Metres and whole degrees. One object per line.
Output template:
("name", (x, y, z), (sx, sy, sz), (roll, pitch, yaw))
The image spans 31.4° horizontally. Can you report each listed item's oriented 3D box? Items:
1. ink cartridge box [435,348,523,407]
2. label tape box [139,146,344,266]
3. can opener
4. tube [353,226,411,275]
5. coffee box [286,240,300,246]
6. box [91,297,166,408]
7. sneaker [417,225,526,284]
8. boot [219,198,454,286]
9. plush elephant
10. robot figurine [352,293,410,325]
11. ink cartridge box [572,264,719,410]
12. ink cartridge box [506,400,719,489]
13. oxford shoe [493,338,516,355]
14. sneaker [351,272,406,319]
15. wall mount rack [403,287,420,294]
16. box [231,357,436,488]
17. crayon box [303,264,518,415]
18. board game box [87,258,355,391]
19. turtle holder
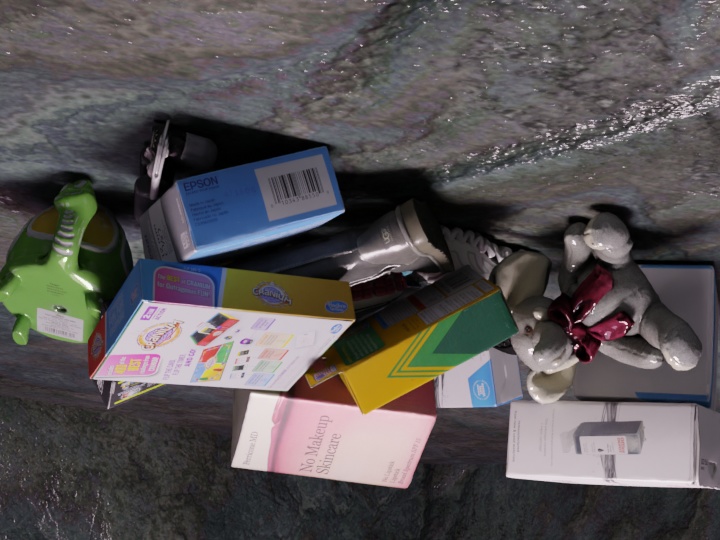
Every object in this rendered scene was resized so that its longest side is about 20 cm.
("ink cartridge box", (0.112, 0.122, 1.715), (0.198, 0.118, 0.067), (-7, -178, 42))
("label tape box", (-0.119, -0.044, 1.146), (0.142, 0.067, 0.200), (-16, 178, -25))
("can opener", (-0.167, -0.080, 1.141), (0.066, 0.054, 0.200), (11, 167, -8))
("tube", (0.000, 0.000, 1.422), (0.077, 0.051, 0.200), (30, 162, -6))
("coffee box", (-0.131, -0.017, 1.413), (0.121, 0.045, 0.200), (-2, 165, 24))
("box", (-0.176, 0.056, 1.325), (0.198, 0.045, 0.161), (-22, 157, -26))
("sneaker", (0.111, 0.005, 1.334), (0.198, 0.082, 0.075), (16, 165, -33))
("boot", (-0.020, -0.002, 1.207), (0.198, 0.073, 0.182), (-26, 162, 11))
("plush elephant", (0.211, 0.046, 1.261), (0.154, 0.166, 0.200), (-34, -175, 0))
("robot figurine", (0.011, 0.092, 1.462), (0.197, 0.114, 0.170), (-13, 146, 9))
("ink cartridge box", (0.324, 0.086, 1.433), (0.145, 0.148, 0.200), (1, 167, 18))
("ink cartridge box", (0.269, 0.183, 1.339), (0.198, 0.086, 0.145), (0, 170, 27))
("oxford shoe", (0.159, 0.047, 1.483), (0.072, 0.085, 0.200), (33, 174, -14))
("sneaker", (-0.048, 0.035, 1.282), (0.198, 0.081, 0.075), (-17, 139, -16))
("wall mount rack", (0.030, 0.054, 1.605), (0.197, 0.076, 0.174), (4, -160, 11))
("box", (-0.031, 0.141, 1.353), (0.197, 0.110, 0.129), (8, 133, -10))
("crayon box", (0.041, 0.071, 1.235), (0.198, 0.052, 0.126), (-27, -166, -4))
("board game box", (-0.126, 0.053, 1.139), (0.198, 0.041, 0.153), (7, 147, -28))
("turtle holder", (-0.305, -0.010, 1.319), (0.139, 0.133, 0.186), (-2, 144, 20))
